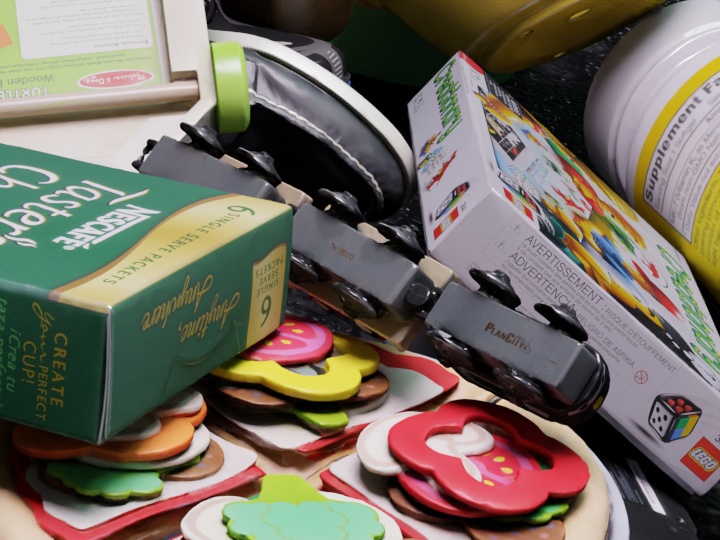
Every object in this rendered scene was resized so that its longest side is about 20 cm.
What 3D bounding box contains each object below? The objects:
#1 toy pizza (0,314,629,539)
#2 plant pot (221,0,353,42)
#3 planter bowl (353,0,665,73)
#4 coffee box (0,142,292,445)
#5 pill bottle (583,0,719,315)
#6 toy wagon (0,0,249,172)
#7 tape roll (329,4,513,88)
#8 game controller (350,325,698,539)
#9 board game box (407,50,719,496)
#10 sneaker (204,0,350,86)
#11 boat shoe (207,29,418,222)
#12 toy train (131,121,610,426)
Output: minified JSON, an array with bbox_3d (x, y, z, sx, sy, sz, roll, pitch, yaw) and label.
[{"bbox_3d":[-0.020,0.056,0.797,0.200,0.032,0.200,6,26,-3],"label":"toy pizza"},{"bbox_3d":[-0.088,-0.160,1.143,0.200,0.200,0.027,32,69,25],"label":"plant pot"},{"bbox_3d":[0.077,-0.138,1.138,0.200,0.200,0.084,-12,75,-53],"label":"planter bowl"},{"bbox_3d":[-0.133,-0.007,0.820,0.200,0.044,0.123,14,20,22],"label":"coffee box"},{"bbox_3d":[0.178,-0.027,1.104,0.114,0.115,0.200,7,25,-31],"label":"pill bottle"},{"bbox_3d":[-0.118,-0.065,0.960,0.155,0.040,0.200,-6,58,-6],"label":"toy wagon"},{"bbox_3d":[-0.010,-0.152,1.310,0.200,0.048,0.201,17,23,-8],"label":"tape roll"},{"bbox_3d":[0.060,0.069,0.897,0.104,0.042,0.200,27,19,-24],"label":"game controller"},{"bbox_3d":[0.075,-0.005,0.983,0.126,0.035,0.200,42,12,-13],"label":"board game box"},{"bbox_3d":[-0.097,-0.113,1.101,0.199,0.083,0.071,25,23,9],"label":"sneaker"},{"bbox_3d":[-0.077,-0.059,1.024,0.199,0.075,0.066,30,52,2],"label":"boat shoe"},{"bbox_3d":[0.000,0.000,0.852,0.200,0.034,0.046,28,-12,39],"label":"toy train"}]
